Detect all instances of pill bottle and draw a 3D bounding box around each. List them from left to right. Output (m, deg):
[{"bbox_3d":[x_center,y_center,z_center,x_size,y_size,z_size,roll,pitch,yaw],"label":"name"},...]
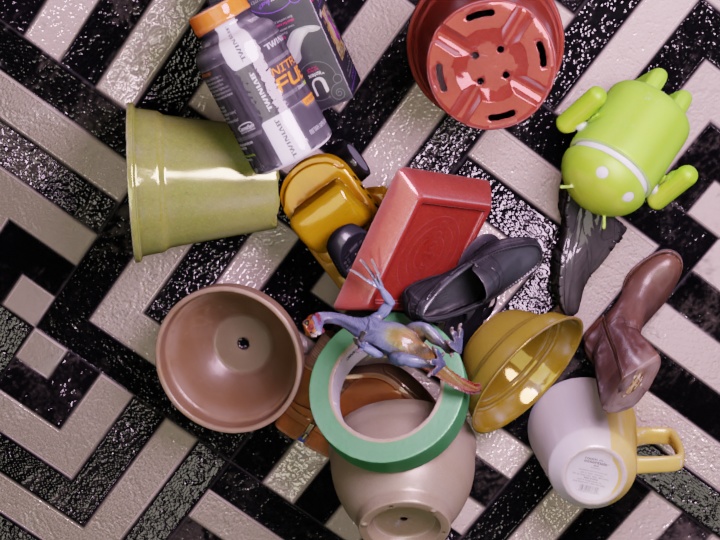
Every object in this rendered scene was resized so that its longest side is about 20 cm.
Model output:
[{"bbox_3d":[-0.123,-0.221,1.473,0.106,0.106,0.200,-25,105,11],"label":"pill bottle"}]

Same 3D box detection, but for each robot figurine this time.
[{"bbox_3d":[0.325,-0.151,1.548,0.175,0.116,0.200,40,75,-10],"label":"robot figurine"}]

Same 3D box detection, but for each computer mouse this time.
[{"bbox_3d":[0.000,0.000,1.591,0.034,0.200,0.059,36,74,32],"label":"computer mouse"}]

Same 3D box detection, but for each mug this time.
[{"bbox_3d":[0.317,0.230,1.672,0.186,0.153,0.150,-31,102,12],"label":"mug"}]

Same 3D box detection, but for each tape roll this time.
[{"bbox_3d":[0.036,0.153,1.594,0.200,0.048,0.201,-5,64,11],"label":"tape roll"}]

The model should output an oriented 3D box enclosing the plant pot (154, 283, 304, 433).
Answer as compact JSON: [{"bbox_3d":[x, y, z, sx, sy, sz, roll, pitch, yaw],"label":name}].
[{"bbox_3d":[-0.167,0.108,1.691,0.200,0.093,0.202,2,104,9],"label":"plant pot"}]

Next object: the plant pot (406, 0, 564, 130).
[{"bbox_3d":[0.152,-0.259,1.506,0.200,0.195,0.202,1,107,4],"label":"plant pot"}]

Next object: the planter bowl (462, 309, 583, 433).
[{"bbox_3d":[0.194,0.112,1.656,0.083,0.200,0.201,45,108,27],"label":"planter bowl"}]

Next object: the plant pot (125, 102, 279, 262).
[{"bbox_3d":[-0.197,-0.114,1.591,0.183,0.200,0.201,-2,108,-7],"label":"plant pot"}]

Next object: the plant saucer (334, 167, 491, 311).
[{"bbox_3d":[0.079,-0.027,1.595,0.037,0.200,0.200,37,111,33],"label":"plant saucer"}]

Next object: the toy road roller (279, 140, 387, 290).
[{"bbox_3d":[-0.020,-0.056,1.607,0.123,0.146,0.200,-35,102,14],"label":"toy road roller"}]

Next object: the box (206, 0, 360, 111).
[{"bbox_3d":[-0.096,-0.291,1.559,0.122,0.106,0.201,-21,106,12],"label":"box"}]

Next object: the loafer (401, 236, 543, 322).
[{"bbox_3d":[0.148,0.016,1.579,0.200,0.070,0.068,-24,112,-15],"label":"loafer"}]

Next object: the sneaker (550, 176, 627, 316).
[{"bbox_3d":[0.297,-0.034,1.634,0.090,0.076,0.201,5,109,-3],"label":"sneaker"}]

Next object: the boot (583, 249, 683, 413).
[{"bbox_3d":[0.358,0.076,1.595,0.064,0.200,0.187,33,107,-7],"label":"boot"}]

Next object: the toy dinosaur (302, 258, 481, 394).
[{"bbox_3d":[0.025,0.093,1.520,0.181,0.105,0.200,4,133,36],"label":"toy dinosaur"}]

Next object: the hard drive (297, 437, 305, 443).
[{"bbox_3d":[0.027,0.227,1.756,0.200,0.025,0.132,29,107,-5],"label":"hard drive"}]

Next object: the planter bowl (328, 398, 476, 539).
[{"bbox_3d":[0.057,0.284,1.649,0.199,0.135,0.201,0,135,0],"label":"planter bowl"}]

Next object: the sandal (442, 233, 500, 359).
[{"bbox_3d":[0.155,0.044,1.666,0.076,0.043,0.201,-8,123,-38],"label":"sandal"}]

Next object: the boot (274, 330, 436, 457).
[{"bbox_3d":[-0.006,0.191,1.698,0.200,0.074,0.155,31,103,7],"label":"boot"}]
